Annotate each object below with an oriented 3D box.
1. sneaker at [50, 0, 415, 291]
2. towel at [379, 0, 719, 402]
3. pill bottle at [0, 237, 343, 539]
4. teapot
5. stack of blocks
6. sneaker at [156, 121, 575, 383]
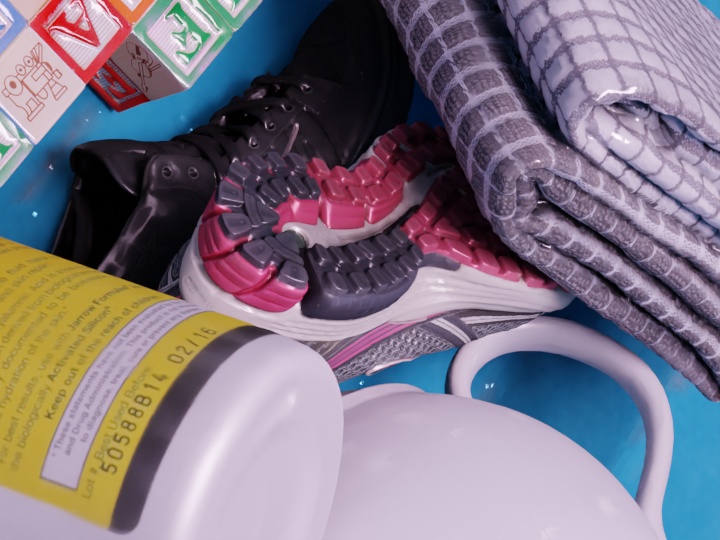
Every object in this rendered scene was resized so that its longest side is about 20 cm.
[{"bbox_3d":[-0.055,-0.027,1.038,0.104,0.060,0.201,30,72,-31],"label":"sneaker"},{"bbox_3d":[0.090,-0.055,1.054,0.200,0.086,0.166,34,22,-44],"label":"towel"},{"bbox_3d":[-0.115,0.047,0.905,0.111,0.199,0.112,-50,150,-43],"label":"pill bottle"},{"bbox_3d":[0.003,0.106,1.009,0.146,0.198,0.200,52,21,25],"label":"teapot"},{"bbox_3d":[-0.102,-0.109,1.019,0.115,0.058,0.200,47,62,-18],"label":"stack of blocks"},{"bbox_3d":[0.000,0.000,1.008,0.199,0.075,0.081,-4,50,-51],"label":"sneaker"}]
